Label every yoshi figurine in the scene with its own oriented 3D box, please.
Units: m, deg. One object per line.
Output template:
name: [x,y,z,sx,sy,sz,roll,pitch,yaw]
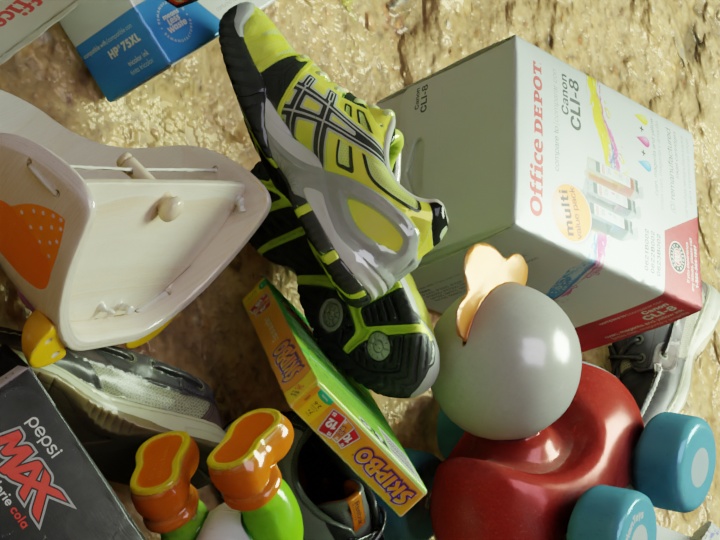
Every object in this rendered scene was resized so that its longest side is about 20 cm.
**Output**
yoshi figurine: [-0.045,0.168,0.895,0.111,0.112,0.201,-31,114,-20]

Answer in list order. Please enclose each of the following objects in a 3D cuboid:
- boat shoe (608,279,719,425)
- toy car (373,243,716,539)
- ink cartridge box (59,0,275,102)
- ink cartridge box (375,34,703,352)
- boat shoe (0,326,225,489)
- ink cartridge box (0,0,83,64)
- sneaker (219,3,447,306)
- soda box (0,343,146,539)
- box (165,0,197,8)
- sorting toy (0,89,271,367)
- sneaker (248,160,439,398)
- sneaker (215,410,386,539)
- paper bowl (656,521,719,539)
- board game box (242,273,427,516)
boat shoe: [0.223,0.068,1.259,0.065,0.072,0.201,42,51,-9]
toy car: [0.102,0.070,1.006,0.177,0.183,0.202,-37,124,-45]
ink cartridge box: [-0.153,-0.221,0.995,0.116,0.067,0.201,-41,103,-45]
ink cartridge box: [0.122,-0.046,1.144,0.199,0.144,0.147,20,61,-37]
boat shoe: [-0.159,0.065,0.884,0.200,0.072,0.066,24,36,-34]
ink cartridge box: [-0.250,-0.188,0.830,0.199,0.145,0.084,21,60,-38]
sneaker: [-0.019,-0.076,0.941,0.201,0.076,0.075,61,-4,20]
soda box: [-0.146,0.140,0.809,0.071,0.063,0.201,-35,110,-15]
box: [-0.106,-0.257,0.832,0.136,0.040,0.202,30,68,-32]
sorting toy: [-0.175,-0.048,0.852,0.180,0.107,0.200,38,15,16]
sneaker: [0.000,0.000,1.003,0.076,0.076,0.201,14,32,-45]
sneaker: [-0.013,0.173,0.974,0.074,0.079,0.201,-42,106,-47]
paper bowl: [0.169,0.243,1.046,0.104,0.201,0.200,42,43,12]
board game box: [-0.021,0.067,0.967,0.096,0.030,0.200,47,5,-21]
